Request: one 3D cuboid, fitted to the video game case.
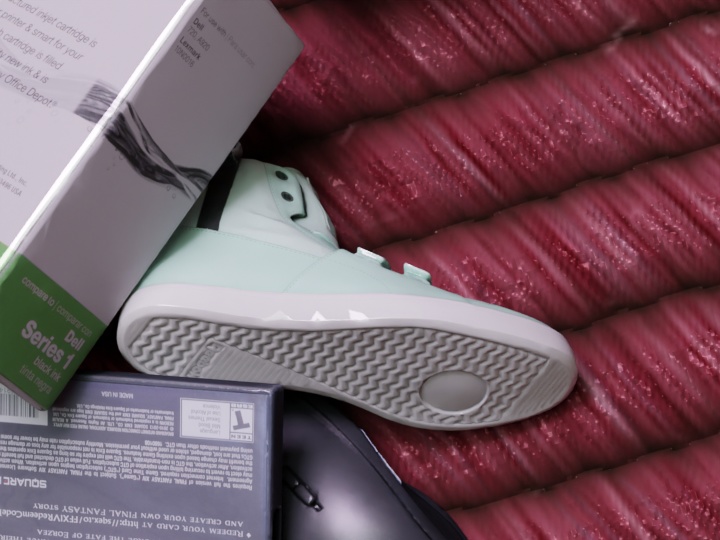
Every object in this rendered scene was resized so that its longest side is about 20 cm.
[{"bbox_3d":[-0.104,0.144,1.258,0.143,0.019,0.201,4,99,18],"label":"video game case"}]

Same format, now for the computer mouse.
[{"bbox_3d":[-0.050,0.111,1.273,0.140,0.046,0.200,-41,67,0],"label":"computer mouse"}]

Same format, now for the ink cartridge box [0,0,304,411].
[{"bbox_3d":[-0.141,-0.064,1.251,0.146,0.084,0.200,30,81,36],"label":"ink cartridge box"}]

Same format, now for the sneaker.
[{"bbox_3d":[0.000,0.000,1.278,0.200,0.074,0.118,9,46,-2],"label":"sneaker"}]
